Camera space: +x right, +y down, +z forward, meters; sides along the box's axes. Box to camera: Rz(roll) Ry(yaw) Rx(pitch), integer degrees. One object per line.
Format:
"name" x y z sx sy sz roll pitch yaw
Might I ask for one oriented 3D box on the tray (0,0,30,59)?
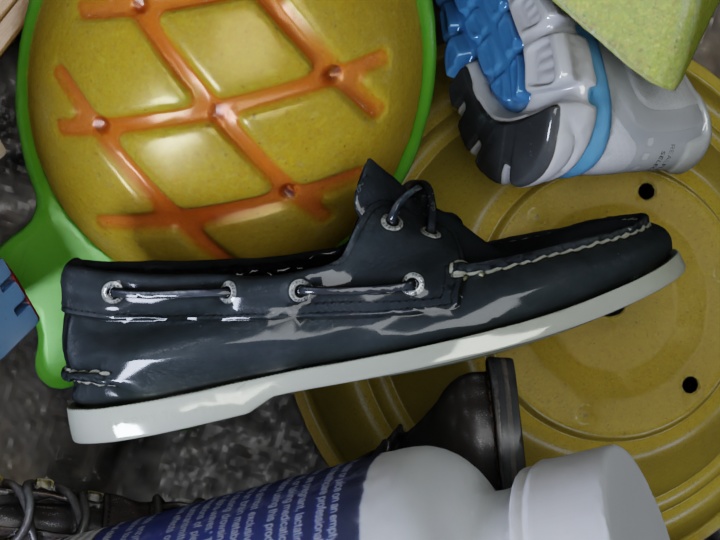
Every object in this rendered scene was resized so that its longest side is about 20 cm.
"tray" -0.117 -0.157 1.007 0.099 0.037 0.200 38 82 -8

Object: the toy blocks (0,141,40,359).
"toy blocks" -0.171 -0.024 0.934 0.201 0.100 0.137 61 41 -17

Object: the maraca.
"maraca" -0.052 -0.045 0.985 0.137 0.107 0.201 19 106 -1

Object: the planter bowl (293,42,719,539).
"planter bowl" 0.076 0.011 1.015 0.199 0.083 0.202 0 89 -10

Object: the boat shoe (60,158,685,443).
"boat shoe" 0.000 0.000 0.929 0.198 0.075 0.066 -14 94 4

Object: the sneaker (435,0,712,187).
"sneaker" 0.066 -0.107 1.001 0.086 0.075 0.201 7 54 -29

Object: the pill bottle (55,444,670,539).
"pill bottle" -0.010 0.115 0.862 0.199 0.111 0.111 -16 92 16

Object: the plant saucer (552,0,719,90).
"plant saucer" 0.064 -0.181 0.970 0.200 0.048 0.200 40 38 -7

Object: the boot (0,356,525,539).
"boot" -0.047 0.090 0.951 0.173 0.200 0.069 9 49 -15
